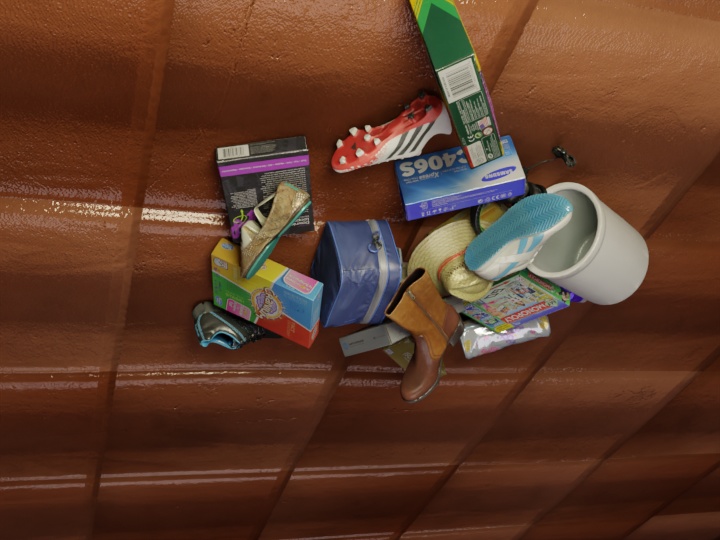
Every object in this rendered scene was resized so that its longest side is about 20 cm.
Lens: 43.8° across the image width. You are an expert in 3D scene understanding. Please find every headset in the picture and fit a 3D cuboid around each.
[{"bbox_3d":[0.275,-0.125,1.503,0.123,0.094,0.201,33,103,-34],"label":"headset"}]

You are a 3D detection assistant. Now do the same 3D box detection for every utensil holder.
[{"bbox_3d":[0.403,-0.041,1.610,0.169,0.173,0.198,-34,143,28],"label":"utensil holder"}]

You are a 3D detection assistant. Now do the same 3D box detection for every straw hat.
[{"bbox_3d":[0.188,0.007,1.587,0.197,0.086,0.203,-12,139,-11],"label":"straw hat"}]

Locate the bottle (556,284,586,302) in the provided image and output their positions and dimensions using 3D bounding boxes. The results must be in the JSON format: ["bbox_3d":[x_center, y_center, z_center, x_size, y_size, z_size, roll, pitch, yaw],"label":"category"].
[{"bbox_3d":[0.370,0.029,1.780,0.197,0.066,0.084,10,146,-29],"label":"bottle"}]

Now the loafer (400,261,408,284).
[{"bbox_3d":[0.115,0.026,1.691,0.196,0.069,0.076,-1,139,-15],"label":"loafer"}]

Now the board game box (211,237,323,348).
[{"bbox_3d":[-0.164,0.041,1.565,0.197,0.041,0.154,23,144,11],"label":"board game box"}]

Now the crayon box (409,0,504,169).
[{"bbox_3d":[0.126,-0.267,1.203,0.057,0.175,0.201,-21,144,8],"label":"crayon box"}]

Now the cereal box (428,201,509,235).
[{"bbox_3d":[0.236,-0.051,1.650,0.143,0.040,0.199,-34,139,24],"label":"cereal box"}]

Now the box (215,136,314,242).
[{"bbox_3d":[-0.149,-0.126,1.435,0.140,0.037,0.202,-8,143,-6],"label":"box"}]

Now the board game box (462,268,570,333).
[{"bbox_3d":[0.284,0.056,1.717,0.133,0.030,0.199,29,147,-23],"label":"board game box"}]

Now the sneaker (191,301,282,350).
[{"bbox_3d":[-0.224,0.118,1.706,0.196,0.083,0.074,7,140,-27],"label":"sneaker"}]

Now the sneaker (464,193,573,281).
[{"bbox_3d":[0.270,-0.055,1.491,0.199,0.078,0.080,-34,138,27],"label":"sneaker"}]

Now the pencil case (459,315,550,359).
[{"bbox_3d":[0.298,0.120,1.868,0.196,0.085,0.091,-18,160,9],"label":"pencil case"}]

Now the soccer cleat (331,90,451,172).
[{"bbox_3d":[0.048,-0.196,1.373,0.198,0.069,0.085,-29,138,15],"label":"soccer cleat"}]

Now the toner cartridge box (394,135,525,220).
[{"bbox_3d":[0.158,-0.150,1.444,0.196,0.096,0.043,-13,146,0],"label":"toner cartridge box"}]

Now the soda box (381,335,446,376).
[{"bbox_3d":[0.110,0.166,1.888,0.063,0.069,0.200,-24,143,17],"label":"soda box"}]

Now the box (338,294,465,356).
[{"bbox_3d":[0.079,0.102,1.696,0.198,0.042,0.155,-20,179,-36],"label":"box"}]

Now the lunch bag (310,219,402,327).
[{"bbox_3d":[0.000,0.000,1.563,0.130,0.138,0.201,-3,147,-19],"label":"lunch bag"}]

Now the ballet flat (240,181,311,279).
[{"bbox_3d":[-0.151,-0.069,1.435,0.065,0.071,0.200,42,122,0],"label":"ballet flat"}]

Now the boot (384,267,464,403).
[{"bbox_3d":[0.097,0.118,1.559,0.189,0.068,0.200,-51,142,-6],"label":"boot"}]
